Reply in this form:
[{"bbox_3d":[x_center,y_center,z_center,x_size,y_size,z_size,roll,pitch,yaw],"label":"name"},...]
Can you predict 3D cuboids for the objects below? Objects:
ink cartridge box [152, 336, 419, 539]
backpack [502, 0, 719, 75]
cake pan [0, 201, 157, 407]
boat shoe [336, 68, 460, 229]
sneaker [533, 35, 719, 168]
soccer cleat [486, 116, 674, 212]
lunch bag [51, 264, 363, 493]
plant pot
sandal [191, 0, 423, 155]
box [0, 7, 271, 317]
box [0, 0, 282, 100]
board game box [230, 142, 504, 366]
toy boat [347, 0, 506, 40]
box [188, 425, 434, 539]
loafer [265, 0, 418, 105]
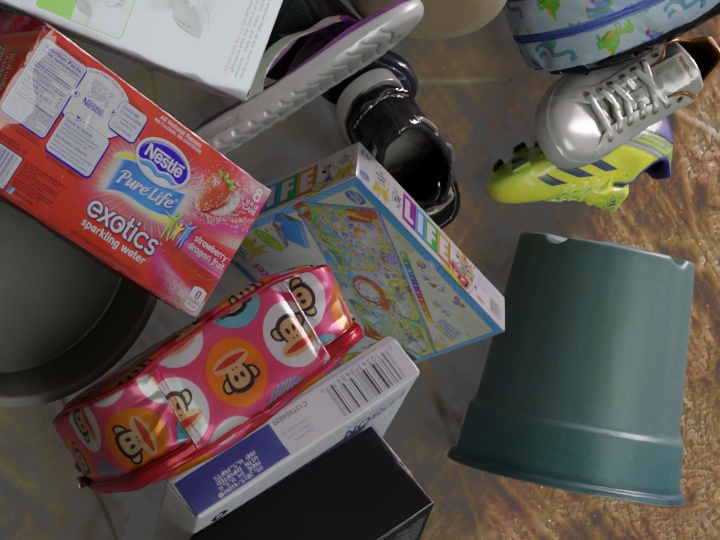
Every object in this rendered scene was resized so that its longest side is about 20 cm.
[{"bbox_3d":[-0.062,0.150,1.147,0.199,0.041,0.200,-32,164,-25],"label":"ink cartridge box"},{"bbox_3d":[0.204,-0.229,1.250,0.200,0.163,0.154,-41,117,-12],"label":"backpack"},{"bbox_3d":[-0.223,-0.010,1.053,0.199,0.037,0.202,-12,111,-35],"label":"cake pan"},{"bbox_3d":[0.040,-0.074,1.180,0.074,0.060,0.200,-33,149,-4],"label":"boat shoe"},{"bbox_3d":[0.218,-0.147,1.272,0.200,0.084,0.073,-33,94,-38],"label":"sneaker"},{"bbox_3d":[0.191,-0.082,1.327,0.199,0.065,0.084,-22,103,-33],"label":"soccer cleat"},{"bbox_3d":[-0.111,0.073,1.081,0.199,0.176,0.082,-32,96,-28],"label":"lunch bag"},{"bbox_3d":[0.187,0.077,1.309,0.199,0.200,0.198,11,90,-39],"label":"plant pot"},{"bbox_3d":[-0.050,-0.138,1.084,0.202,0.082,0.050,-32,90,12],"label":"sandal"},{"bbox_3d":[-0.167,-0.066,0.991,0.200,0.095,0.100,36,83,-38],"label":"box"},{"bbox_3d":[-0.123,-0.231,0.989,0.175,0.097,0.201,19,92,-21],"label":"box"},{"bbox_3d":[0.000,0.000,1.173,0.200,0.134,0.034,45,36,-38],"label":"board game box"},{"bbox_3d":[0.038,-0.266,1.137,0.200,0.130,0.131,55,41,-35],"label":"toy boat"},{"bbox_3d":[-0.057,0.214,1.100,0.199,0.079,0.142,-29,153,-25],"label":"box"},{"bbox_3d":[-0.044,-0.173,1.136,0.199,0.063,0.072,28,117,-35],"label":"loafer"}]
